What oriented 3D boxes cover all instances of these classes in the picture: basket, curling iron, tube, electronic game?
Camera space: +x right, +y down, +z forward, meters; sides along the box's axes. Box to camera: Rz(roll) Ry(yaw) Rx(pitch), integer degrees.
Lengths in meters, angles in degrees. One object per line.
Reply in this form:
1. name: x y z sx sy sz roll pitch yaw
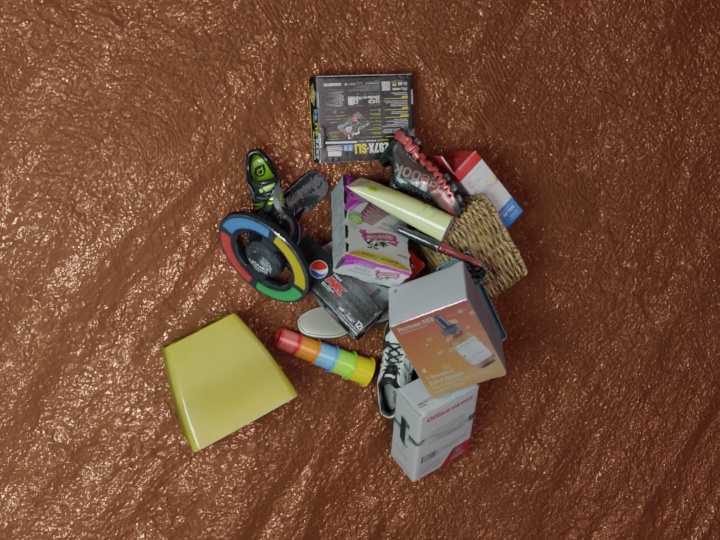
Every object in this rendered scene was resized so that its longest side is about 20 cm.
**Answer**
1. basket: 0.206 -0.041 1.714 0.149 0.143 0.201 -37 111 -7
2. curling iron: 0.145 -0.032 1.597 0.199 0.026 0.050 31 85 0
3. tube: 0.073 -0.120 1.604 0.199 0.058 0.052 27 74 12
4. electronic game: -0.170 -0.022 1.554 0.201 0.199 0.042 52 55 -18

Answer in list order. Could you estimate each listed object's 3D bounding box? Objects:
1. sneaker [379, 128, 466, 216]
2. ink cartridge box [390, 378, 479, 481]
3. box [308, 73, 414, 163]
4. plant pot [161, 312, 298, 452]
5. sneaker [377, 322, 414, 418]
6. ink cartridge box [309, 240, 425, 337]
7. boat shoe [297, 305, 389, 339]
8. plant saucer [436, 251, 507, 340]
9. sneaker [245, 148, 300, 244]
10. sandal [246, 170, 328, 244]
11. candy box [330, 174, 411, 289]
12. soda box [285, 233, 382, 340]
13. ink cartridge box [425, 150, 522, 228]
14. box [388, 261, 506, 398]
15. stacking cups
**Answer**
1. sneaker: 0.110 -0.165 1.630 0.098 0.071 0.201 -41 77 4
2. ink cartridge box: 0.143 0.293 1.706 0.143 0.084 0.201 -23 137 -27
3. box: 0.004 -0.289 1.663 0.198 0.049 0.162 -7 101 -20
4. plant pot: -0.251 0.183 1.553 0.199 0.200 0.178 -27 94 -16
5. sneaker: 0.072 0.192 1.713 0.075 0.088 0.202 2 95 18
6. ink cartridge box: 0.000 0.000 1.661 0.200 0.057 0.163 -45 80 -6
7. boat shoe: -0.026 0.098 1.694 0.198 0.057 0.067 -11 71 -15
8. plant saucer: 0.209 0.061 1.655 0.069 0.019 0.201 -28 112 -3
9. sneaker: -0.166 -0.127 1.566 0.070 0.083 0.201 -21 77 2
10. sandal: -0.138 -0.108 1.630 0.075 0.048 0.201 44 81 -19
11. candy box: 0.018 -0.072 1.623 0.135 0.061 0.201 16 47 -22
12. soda box: -0.051 0.031 1.597 0.071 0.063 0.200 -43 81 -11
13. ink cartridge box: 0.214 -0.169 1.719 0.067 0.116 0.200 -45 110 -9
14. box: 0.156 0.110 1.582 0.151 0.107 0.201 -21 126 17
15. stacking cups: -0.068 0.163 1.681 0.199 0.060 0.061 24 88 -22
